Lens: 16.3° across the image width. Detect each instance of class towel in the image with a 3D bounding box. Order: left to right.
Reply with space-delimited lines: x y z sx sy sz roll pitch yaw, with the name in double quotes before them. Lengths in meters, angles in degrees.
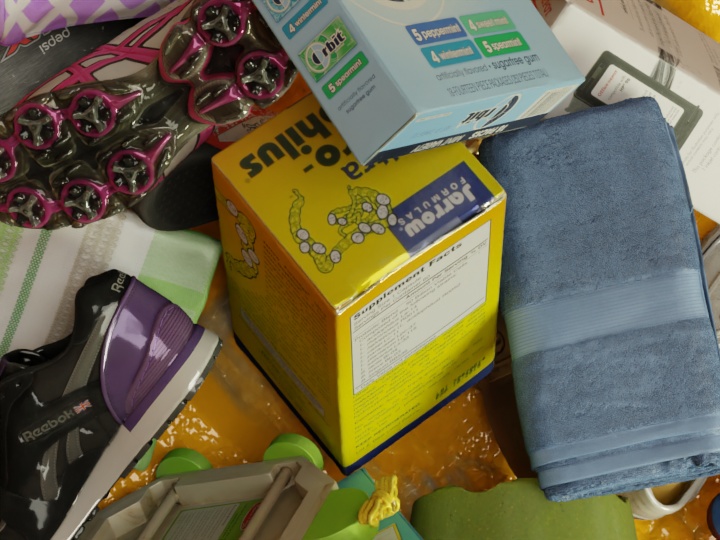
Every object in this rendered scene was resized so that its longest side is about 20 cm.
"towel" -0.186 0.024 1.320 0.198 0.031 0.150 15 112 -16
"towel" 0.129 0.016 1.330 0.111 0.049 0.202 -10 81 6

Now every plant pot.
"plant pot" 0.090 0.217 1.363 0.198 0.200 0.192 5 73 -17

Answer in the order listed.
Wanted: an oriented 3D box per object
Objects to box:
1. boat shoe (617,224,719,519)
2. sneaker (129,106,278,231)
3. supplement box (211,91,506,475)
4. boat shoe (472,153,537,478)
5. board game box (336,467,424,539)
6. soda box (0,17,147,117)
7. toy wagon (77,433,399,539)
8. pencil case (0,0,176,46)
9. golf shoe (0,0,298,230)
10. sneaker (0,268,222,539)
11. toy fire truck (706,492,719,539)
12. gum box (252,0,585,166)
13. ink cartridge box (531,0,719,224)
"boat shoe" 0.205 0.053 1.452 0.071 0.070 0.201 34 79 -13
"sneaker" -0.069 -0.074 1.373 0.200 0.108 0.068 -2 129 -46
"supplement box" 0.000 0.000 1.311 0.109 0.200 0.110 -34 67 -16
"boat shoe" 0.090 0.028 1.425 0.070 0.070 0.202 -26 100 -54
"board game box" -0.023 0.189 1.268 0.150 0.200 0.047 -30 113 -7
"soda box" -0.178 -0.131 1.346 0.199 0.063 0.071 -34 98 -16
"toy wagon" -0.067 0.142 1.295 0.040 0.199 0.155 68 29 -23
"pencil case" -0.107 -0.163 1.298 0.198 0.084 0.086 -6 110 -17
"golf shoe" -0.106 -0.085 1.261 0.199 0.092 0.073 -28 105 16
"sneaker" -0.165 0.086 1.314 0.087 0.076 0.200 37 99 -9
"toy fire truck" 0.278 0.130 1.439 0.167 0.112 0.201 26 79 -21
"gum box" 0.004 -0.154 1.228 0.201 0.045 0.169 56 32 12
"ink cartridge box" 0.142 -0.114 1.411 0.199 0.116 0.068 30 110 -13
